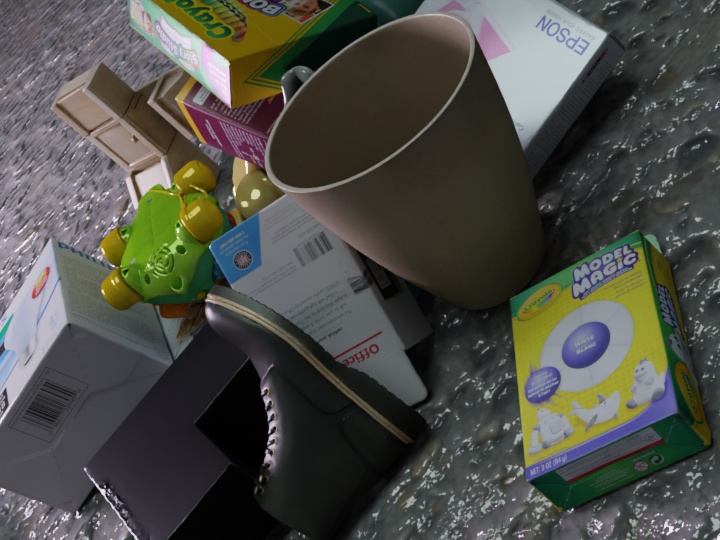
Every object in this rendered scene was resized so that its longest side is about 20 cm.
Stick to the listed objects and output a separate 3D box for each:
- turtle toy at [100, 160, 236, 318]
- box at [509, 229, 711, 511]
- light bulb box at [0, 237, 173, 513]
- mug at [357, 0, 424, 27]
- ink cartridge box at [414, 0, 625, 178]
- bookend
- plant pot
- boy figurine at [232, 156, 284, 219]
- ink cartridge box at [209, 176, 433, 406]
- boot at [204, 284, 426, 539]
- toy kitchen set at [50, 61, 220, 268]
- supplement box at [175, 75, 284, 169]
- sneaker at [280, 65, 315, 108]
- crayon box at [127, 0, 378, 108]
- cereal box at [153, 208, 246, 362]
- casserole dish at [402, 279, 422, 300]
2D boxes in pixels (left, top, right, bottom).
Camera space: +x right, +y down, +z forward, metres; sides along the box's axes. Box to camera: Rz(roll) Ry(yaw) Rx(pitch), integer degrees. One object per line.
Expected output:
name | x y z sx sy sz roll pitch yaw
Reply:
turtle toy | -0.182 -0.030 1.285 0.146 0.101 0.200 -39 32 15
box | 0.167 0.056 0.881 0.117 0.048 0.200 -31 33 26
light bulb box | -0.310 0.106 1.320 0.198 0.125 0.200 -55 29 11
mug | 0.024 -0.287 1.350 0.185 0.152 0.114 -8 48 48
ink cartridge box | 0.101 -0.163 1.124 0.196 0.043 0.200 41 99 38
bookend | -0.112 0.153 1.077 0.200 0.092 0.199 -51 32 -8
plant pot | 0.058 -0.065 0.996 0.187 0.200 0.187 -27 35 21
boy figurine | -0.108 -0.122 1.401 0.200 0.064 0.124 -104 29 -53
ink cartridge box | -0.023 0.033 1.064 0.116 0.200 0.067 -30 -1 27
boot | -0.069 0.115 0.992 0.200 0.077 0.138 34 84 15
toy kitchen set | -0.251 -0.121 1.459 0.163 0.200 0.181 -21 39 38
supplement box | -0.073 -0.162 1.306 0.200 0.086 0.110 25 72 24
sneaker | -0.045 -0.097 1.170 0.075 0.081 0.200 -14 66 17
crayon box | -0.111 -0.251 1.268 0.172 0.058 0.200 -23 45 -30
cereal box | -0.149 0.035 1.309 0.144 0.040 0.200 -44 31 9
casserole dish | 0.000 0.000 1.164 0.200 0.039 0.121 -13 45 43
